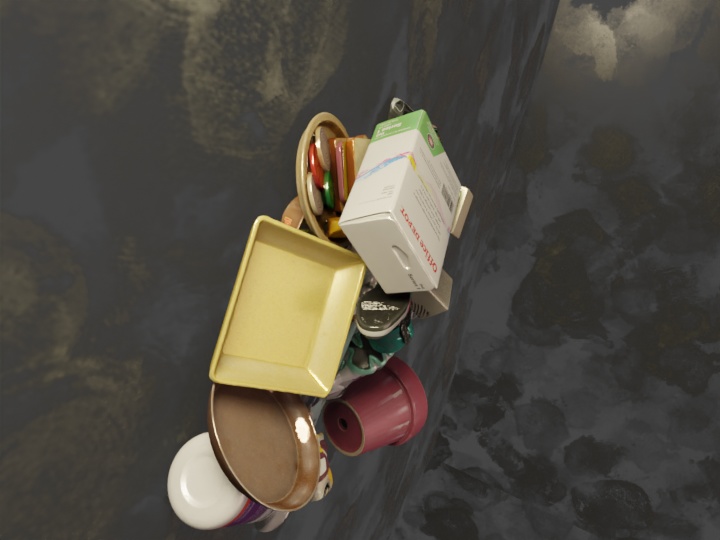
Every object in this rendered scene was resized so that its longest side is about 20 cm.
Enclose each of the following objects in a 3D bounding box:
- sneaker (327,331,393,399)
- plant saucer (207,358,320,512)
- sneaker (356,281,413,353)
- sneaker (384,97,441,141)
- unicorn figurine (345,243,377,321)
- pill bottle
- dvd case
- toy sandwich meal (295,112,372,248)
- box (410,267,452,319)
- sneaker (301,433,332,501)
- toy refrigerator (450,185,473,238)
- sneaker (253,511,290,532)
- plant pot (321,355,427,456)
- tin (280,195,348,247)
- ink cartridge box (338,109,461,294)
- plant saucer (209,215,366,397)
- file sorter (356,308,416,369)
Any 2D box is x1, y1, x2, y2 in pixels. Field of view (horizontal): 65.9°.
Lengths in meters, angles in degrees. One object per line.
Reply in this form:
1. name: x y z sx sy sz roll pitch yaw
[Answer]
1. sneaker: -0.029 0.182 1.026 0.197 0.079 0.140 -22 160 -5
2. plant saucer: -0.124 0.206 0.701 0.034 0.202 0.200 -32 172 20
3. sneaker: 0.036 0.080 0.840 0.200 0.082 0.123 -56 151 -61
4. sneaker: 0.105 -0.261 1.033 0.199 0.085 0.082 -7 114 -68
5. unicorn figurine: 0.000 0.000 0.918 0.201 0.073 0.139 70 35 -64
6. pill bottle: -0.169 0.287 0.762 0.114 0.111 0.200 -65 161 -14
7. dvd case: -0.069 0.167 0.868 0.203 0.022 0.146 -66 162 -3
8. toy sandwich meal: -0.018 -0.123 0.770 0.204 0.069 0.210 -2 90 -67
9. box: 0.086 -0.004 1.025 0.200 0.068 0.083 44 42 -26
10. sneaker: -0.082 0.308 0.864 0.200 0.074 0.092 91 -16 -75
11. toy refrigerator: 0.077 -0.123 0.916 0.077 0.197 0.070 -70 160 4
12. sneaker: -0.151 0.351 0.967 0.087 0.073 0.204 30 73 -59
13. plant pot: 0.019 0.306 1.215 0.178 0.198 0.203 -19 128 -46
14. tin: -0.065 -0.057 0.835 0.199 0.041 0.114 -10 122 -69
15. ink cartridge box: 0.061 -0.091 0.756 0.145 0.083 0.202 53 42 -37
16. plant saucer: -0.096 0.052 0.725 0.198 0.048 0.204 21 84 -45
17. file sorter: 0.035 0.077 1.109 0.200 0.123 0.141 -46 150 -51
